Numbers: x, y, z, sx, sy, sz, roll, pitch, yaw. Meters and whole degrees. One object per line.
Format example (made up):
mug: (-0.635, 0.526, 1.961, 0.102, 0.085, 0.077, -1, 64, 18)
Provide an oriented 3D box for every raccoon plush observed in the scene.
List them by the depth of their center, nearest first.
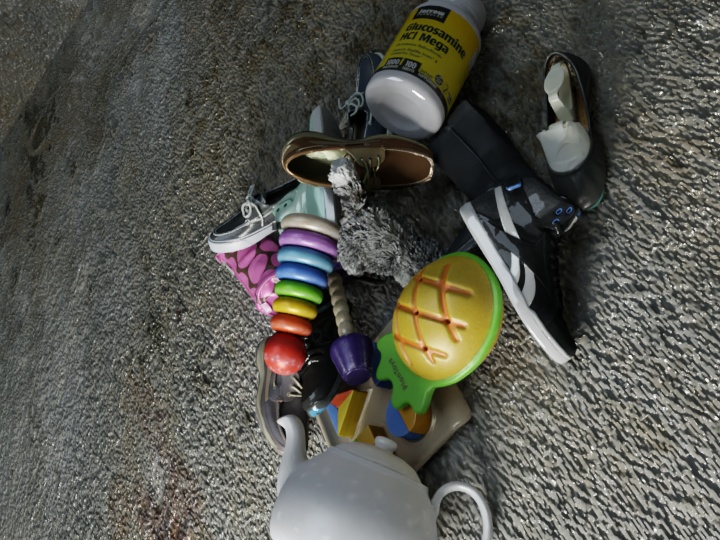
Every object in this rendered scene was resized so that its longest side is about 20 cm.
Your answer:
raccoon plush: (0.039, -0.041, 0.879, 0.133, 0.200, 0.097, 15, 71, 25)

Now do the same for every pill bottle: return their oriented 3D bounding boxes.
pill bottle: (0.095, -0.286, 0.978, 0.112, 0.112, 0.201, 0, 54, 47)

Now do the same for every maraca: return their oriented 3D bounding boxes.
maraca: (0.085, 0.070, 0.817, 0.201, 0.106, 0.138, -54, 43, 24)

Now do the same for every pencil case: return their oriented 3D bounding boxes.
pencil case: (-0.162, -0.003, 1.162, 0.093, 0.091, 0.200, -31, 38, -14)

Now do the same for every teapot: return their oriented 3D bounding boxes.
teapot: (0.009, 0.255, 0.788, 0.197, 0.199, 0.147, -4, 57, 58)

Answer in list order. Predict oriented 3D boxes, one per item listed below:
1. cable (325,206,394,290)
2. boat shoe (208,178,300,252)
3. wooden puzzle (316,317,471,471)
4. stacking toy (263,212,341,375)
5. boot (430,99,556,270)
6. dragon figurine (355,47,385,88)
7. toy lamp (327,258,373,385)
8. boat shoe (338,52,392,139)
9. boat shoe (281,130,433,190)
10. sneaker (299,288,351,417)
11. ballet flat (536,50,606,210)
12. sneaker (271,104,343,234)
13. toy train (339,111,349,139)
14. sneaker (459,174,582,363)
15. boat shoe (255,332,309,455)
cable: (0.000, 0.000, 1.038, 0.200, 0.050, 0.098, -41, 62, 43)
boat shoe: (-0.156, -0.095, 1.142, 0.198, 0.068, 0.074, -21, 38, 3)
wooden puzzle: (0.024, 0.174, 0.905, 0.200, 0.046, 0.186, -48, 43, 19)
stacking toy: (-0.083, 0.033, 0.925, 0.085, 0.085, 0.202, 0, 72, 47)
boot: (0.132, -0.101, 0.905, 0.165, 0.066, 0.201, -42, 48, 14)
dragon figurine: (0.050, -0.286, 1.089, 0.099, 0.059, 0.202, 15, 82, 50)
toy lamp: (-0.022, 0.060, 0.939, 0.058, 0.058, 0.201, -42, 41, 25)
boat shoe: (0.007, -0.218, 1.028, 0.075, 0.061, 0.202, 160, 111, -66)
boat shoe: (-0.005, -0.132, 0.931, 0.074, 0.198, 0.076, -85, -3, -63)
sneaker: (-0.066, 0.104, 0.975, 0.073, 0.082, 0.201, -42, 29, 34)
ballet flat: (0.233, -0.165, 0.827, 0.068, 0.068, 0.202, -21, 58, 38)
sneaker: (-0.082, -0.131, 1.030, 0.117, 0.074, 0.202, -10, 77, 26)
toy train: (-0.016, -0.155, 1.086, 0.115, 0.084, 0.202, 20, 88, 39)
sneaker: (0.198, -0.013, 0.761, 0.111, 0.073, 0.201, -33, 76, 15)
boat shoe: (-0.103, 0.166, 1.025, 0.073, 0.074, 0.201, -39, 48, 28)
